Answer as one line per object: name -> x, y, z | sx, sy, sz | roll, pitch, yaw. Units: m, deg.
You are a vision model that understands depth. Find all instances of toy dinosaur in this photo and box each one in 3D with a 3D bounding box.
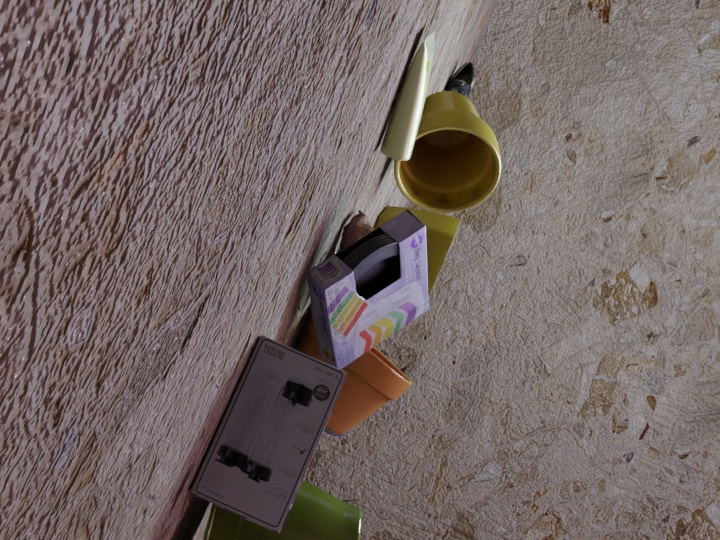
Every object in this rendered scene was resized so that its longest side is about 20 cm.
toy dinosaur -> -0.007, -0.028, 1.414 | 0.086, 0.135, 0.201 | -27, -127, 45

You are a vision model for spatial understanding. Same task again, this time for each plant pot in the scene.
plant pot -> 0.108, -0.045, 2.068 | 0.200, 0.176, 0.201 | -56, 168, -73
plant pot -> 0.166, -0.245, 1.728 | 0.189, 0.200, 0.201 | -86, -168, -48
plant pot -> -0.034, 0.172, 1.459 | 0.140, 0.200, 0.200 | -50, 175, -1
plant pot -> -0.104, 0.353, 1.160 | 0.200, 0.192, 0.201 | -165, -90, -87

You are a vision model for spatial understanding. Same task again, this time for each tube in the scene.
tube -> 0.081, -0.271, 1.392 | 0.058, 0.052, 0.201 | 49, -49, 49

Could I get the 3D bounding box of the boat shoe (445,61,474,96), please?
boat shoe -> 0.255, -0.481, 2.373 | 0.065, 0.073, 0.200 | 91, 17, -50

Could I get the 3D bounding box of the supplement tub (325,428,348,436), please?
supplement tub -> -0.066, 0.458, 2.916 | 0.200, 0.131, 0.132 | 104, 10, -67

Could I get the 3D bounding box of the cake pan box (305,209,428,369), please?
cake pan box -> 0.015, 0.028, 1.294 | 0.184, 0.052, 0.200 | -33, 143, -23

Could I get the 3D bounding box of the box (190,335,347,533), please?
box -> -0.106, 0.192, 1.058 | 0.060, 0.116, 0.201 | 104, 9, -80
